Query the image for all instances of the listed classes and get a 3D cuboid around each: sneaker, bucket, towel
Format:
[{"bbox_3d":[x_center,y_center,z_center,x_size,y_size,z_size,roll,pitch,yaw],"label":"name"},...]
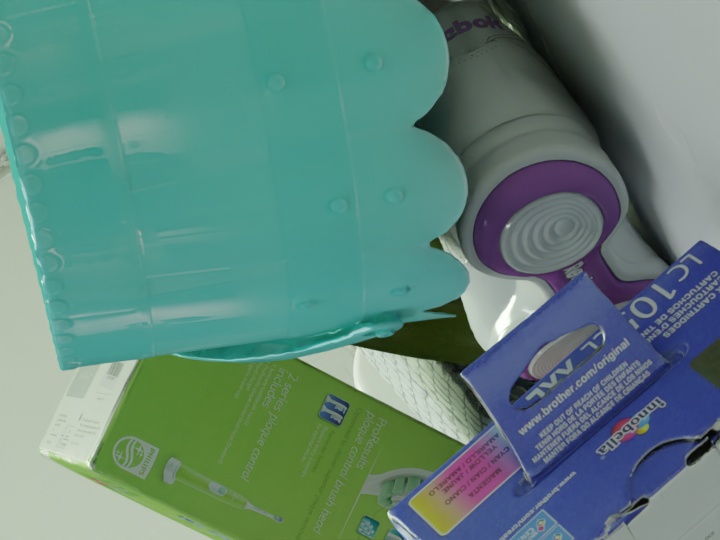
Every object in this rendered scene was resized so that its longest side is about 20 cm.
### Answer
[{"bbox_3d":[0.062,-0.027,0.903,0.200,0.075,0.100,71,175,-64],"label":"sneaker"},{"bbox_3d":[-0.055,-0.066,0.833,0.207,0.135,0.208,168,90,-82],"label":"bucket"},{"bbox_3d":[0.038,0.005,1.247,0.200,0.086,0.166,48,171,21],"label":"towel"}]

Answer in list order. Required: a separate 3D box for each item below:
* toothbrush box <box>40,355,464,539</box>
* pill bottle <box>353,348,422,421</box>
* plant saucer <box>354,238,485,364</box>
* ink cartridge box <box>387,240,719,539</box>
[{"bbox_3d":[-0.031,0.092,1.145,0.200,0.086,0.146,29,171,-13],"label":"toothbrush box"},{"bbox_3d":[0.082,0.101,1.532,0.111,0.111,0.200,51,176,44],"label":"pill bottle"},{"bbox_3d":[0.000,0.000,1.069,0.200,0.031,0.200,13,168,3],"label":"plant saucer"},{"bbox_3d":[0.103,0.089,0.783,0.076,0.136,0.200,41,169,51],"label":"ink cartridge box"}]
